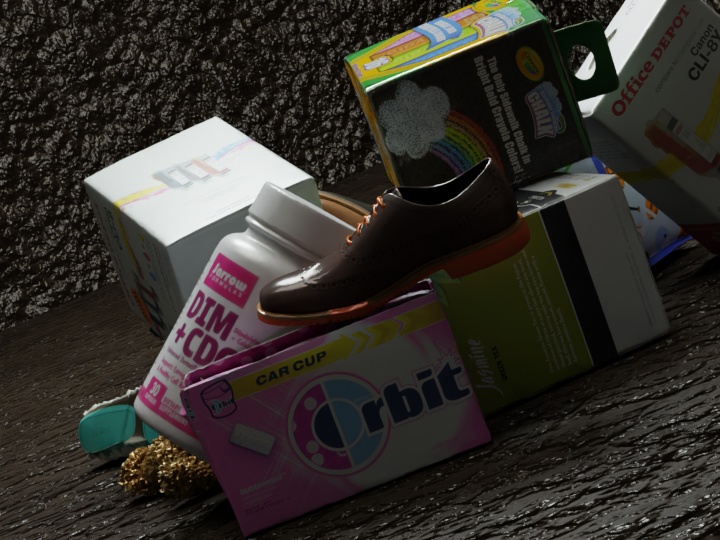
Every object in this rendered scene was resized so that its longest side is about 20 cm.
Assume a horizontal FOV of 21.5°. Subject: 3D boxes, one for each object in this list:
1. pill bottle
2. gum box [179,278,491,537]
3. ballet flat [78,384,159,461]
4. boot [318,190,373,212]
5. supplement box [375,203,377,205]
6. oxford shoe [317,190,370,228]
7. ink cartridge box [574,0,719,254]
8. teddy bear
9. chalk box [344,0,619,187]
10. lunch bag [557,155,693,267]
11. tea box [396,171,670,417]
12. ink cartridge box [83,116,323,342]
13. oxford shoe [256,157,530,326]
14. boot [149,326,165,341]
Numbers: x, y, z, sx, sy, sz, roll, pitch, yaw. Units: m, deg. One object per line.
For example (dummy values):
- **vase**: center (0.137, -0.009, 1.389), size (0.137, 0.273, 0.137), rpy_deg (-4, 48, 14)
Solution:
- **pill bottle**: center (-0.077, 0.043, 1.424), size (0.201, 0.113, 0.113), rpy_deg (-62, 8, 2)
- **gum box**: center (-0.021, 0.098, 1.340), size (0.199, 0.114, 0.066), rpy_deg (-21, 8, 0)
- **ballet flat**: center (-0.186, 0.136, 1.756), size (0.072, 0.072, 0.199), rpy_deg (-27, 10, -41)
- **boot**: center (-0.010, -0.029, 1.787), size (0.199, 0.076, 0.074), rpy_deg (11, 24, -24)
- **supplement box**: center (0.090, -0.047, 1.909), size (0.200, 0.110, 0.109), rpy_deg (-31, 8, 42)
- **oxford shoe**: center (0.000, 0.000, 1.693), size (0.071, 0.200, 0.071), rpy_deg (-56, -7, 34)
- **ink cartridge box**: center (0.286, -0.128, 1.618), size (0.146, 0.200, 0.083), rpy_deg (-56, 16, -9)
- **teddy bear**: center (-0.120, 0.135, 1.551), size (0.145, 0.067, 0.200), rpy_deg (-28, 9, -27)
- **chalk box**: center (0.105, -0.141, 1.522), size (0.199, 0.125, 0.124), rpy_deg (-21, 21, -1)
- **lunch bag**: center (0.190, -0.061, 1.701), size (0.124, 0.171, 0.200), rpy_deg (-21, 4, 46)
- **tea box**: center (0.101, 0.017, 1.490), size (0.196, 0.134, 0.200), rpy_deg (-22, 9, -13)
- **ink cartridge box**: center (-0.126, -0.021, 1.651), size (0.144, 0.146, 0.200), rpy_deg (-26, 29, -18)
- **oxford shoe**: center (0.014, -0.020, 1.325), size (0.199, 0.073, 0.071), rpy_deg (-22, 21, 0)
- **boot**: center (-0.109, 0.006, 1.822), size (0.079, 0.159, 0.211), rpy_deg (2, -7, 42)
